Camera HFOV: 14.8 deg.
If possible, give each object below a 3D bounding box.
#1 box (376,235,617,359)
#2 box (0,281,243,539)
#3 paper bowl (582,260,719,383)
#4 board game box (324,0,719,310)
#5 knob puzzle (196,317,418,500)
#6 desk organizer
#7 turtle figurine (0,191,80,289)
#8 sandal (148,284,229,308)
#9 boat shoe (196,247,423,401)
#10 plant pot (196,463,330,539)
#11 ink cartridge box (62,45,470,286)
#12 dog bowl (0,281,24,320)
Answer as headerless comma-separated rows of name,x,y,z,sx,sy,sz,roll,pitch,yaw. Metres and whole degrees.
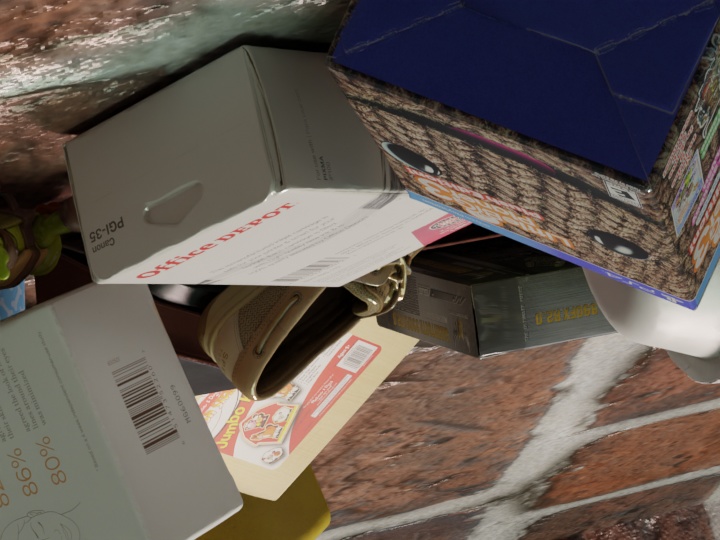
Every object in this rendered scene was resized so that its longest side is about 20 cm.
box,0.112,0.011,1.806,0.158,0.049,0.200,-11,-172,-18
box,-0.195,0.108,1.549,0.199,0.153,0.106,-22,-178,28
paper bowl,0.176,-0.038,1.492,0.104,0.202,0.201,-11,166,-11
board game box,0.091,-0.077,1.267,0.159,0.097,0.200,22,170,18
knob puzzle,-0.079,0.068,1.905,0.219,0.031,0.220,-18,138,-17
desk organizer,-0.125,0.027,1.682,0.071,0.077,0.200,-10,169,19
turtle figurine,-0.190,-0.011,1.500,0.199,0.065,0.161,-22,-178,17
sandal,-0.058,-0.008,1.658,0.048,0.076,0.200,-43,154,28
boat shoe,0.000,0.000,1.613,0.200,0.065,0.071,-41,142,-2
plant pot,-0.144,0.166,2.048,0.176,0.201,0.200,-19,172,-40
ink cartridge box,-0.034,-0.052,1.464,0.146,0.083,0.200,-24,164,37
dog bowl,-0.266,0.050,1.707,0.111,0.050,0.200,-9,165,-23
